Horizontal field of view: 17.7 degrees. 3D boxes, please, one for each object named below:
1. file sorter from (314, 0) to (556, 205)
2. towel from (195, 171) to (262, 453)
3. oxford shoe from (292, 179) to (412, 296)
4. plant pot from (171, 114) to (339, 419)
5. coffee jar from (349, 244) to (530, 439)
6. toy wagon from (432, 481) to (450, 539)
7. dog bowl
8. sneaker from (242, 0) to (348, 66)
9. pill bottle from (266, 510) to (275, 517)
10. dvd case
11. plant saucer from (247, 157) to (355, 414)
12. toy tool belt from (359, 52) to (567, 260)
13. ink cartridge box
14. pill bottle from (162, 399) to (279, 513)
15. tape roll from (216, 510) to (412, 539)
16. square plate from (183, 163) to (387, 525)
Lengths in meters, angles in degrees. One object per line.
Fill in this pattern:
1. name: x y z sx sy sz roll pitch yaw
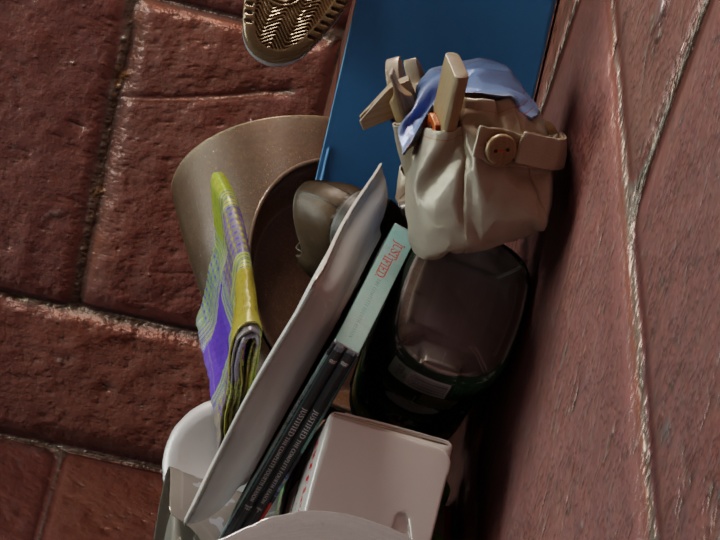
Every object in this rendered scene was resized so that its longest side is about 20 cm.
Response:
1. file sorter: 0.055 -0.146 1.688 0.123 0.138 0.201 -99 21 -83
2. towel: -0.098 0.038 1.689 0.201 0.023 0.144 -103 17 -51
3. oxford shoe: 0.000 0.000 1.665 0.073 0.084 0.201 -48 -35 -24
4. plant pot: -0.052 0.012 1.846 0.187 0.186 0.201 111 156 -56
5. coffee jar: 0.049 0.052 1.546 0.200 0.085 0.105 118 173 -70
6. toy wagon: 0.032 0.216 1.615 0.200 0.039 0.156 -86 10 -59
7. dog bowl: -0.116 0.238 1.596 0.200 0.058 0.201 -173 90 -83
8. sneaker: -0.033 -0.220 1.654 0.109 0.070 0.201 115 176 -72
9. pill bottle: -0.047 0.267 1.749 0.200 0.116 0.117 89 -172 -56
10. dvd case: -0.029 0.080 1.492 0.200 0.022 0.146 -59 2 36
11. plant saucer: -0.015 0.016 1.747 0.037 0.200 0.201 -24 48 46
12. toy tool belt: 0.063 -0.094 1.460 0.200 0.124 0.124 -106 1 -73
13. ink cartridge box: -0.014 0.186 1.482 0.200 0.084 0.146 121 164 -71
14. pill bottle: -0.085 0.169 1.818 0.200 0.106 0.107 61 -141 -74
15. tape roll: -0.022 0.236 1.278 0.066 0.199 0.201 111 170 -53
16. square plate: -0.040 0.048 1.494 0.201 0.028 0.198 -61 0 27
